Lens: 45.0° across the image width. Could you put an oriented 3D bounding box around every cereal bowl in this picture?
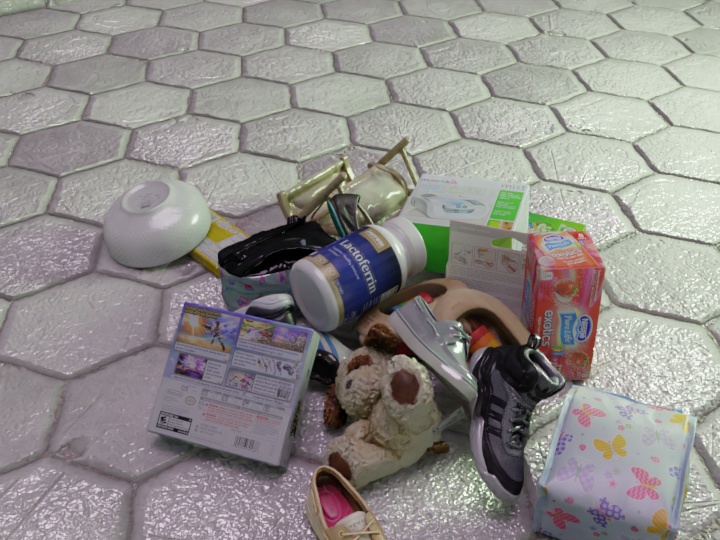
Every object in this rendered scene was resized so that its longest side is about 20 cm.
[{"bbox_3d":[-0.375,-0.102,1.576,0.196,0.084,0.202,-7,41,6],"label":"cereal bowl"}]

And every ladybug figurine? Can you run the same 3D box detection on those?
[{"bbox_3d":[0.083,0.077,1.341,0.197,0.073,0.135,-23,22,-20],"label":"ladybug figurine"},{"bbox_3d":[0.177,0.121,1.234,0.135,0.072,0.201,-31,74,-16],"label":"ladybug figurine"}]

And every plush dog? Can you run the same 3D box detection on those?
[{"bbox_3d":[0.030,0.172,1.159,0.159,0.201,0.172,15,28,-45],"label":"plush dog"}]

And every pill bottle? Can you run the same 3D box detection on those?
[{"bbox_3d":[0.000,0.000,1.330,0.198,0.117,0.115,-29,43,-28],"label":"pill bottle"}]

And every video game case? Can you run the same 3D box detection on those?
[{"bbox_3d":[-0.170,0.152,1.179,0.196,0.045,0.184,11,77,15],"label":"video game case"}]

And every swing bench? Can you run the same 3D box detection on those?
[{"bbox_3d":[-0.012,-0.138,1.607,0.198,0.131,0.198,-9,20,48],"label":"swing bench"}]

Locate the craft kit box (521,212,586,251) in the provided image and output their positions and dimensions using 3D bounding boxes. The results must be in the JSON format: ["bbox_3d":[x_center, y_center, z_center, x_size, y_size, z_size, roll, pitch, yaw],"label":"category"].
[{"bbox_3d":[0.285,-0.040,1.556,0.195,0.049,0.200,17,38,19],"label":"craft kit box"}]

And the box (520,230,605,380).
[{"bbox_3d":[0.291,0.053,1.275,0.093,0.203,0.103,-2,32,0],"label":"box"}]

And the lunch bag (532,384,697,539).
[{"bbox_3d":[0.317,0.242,1.070,0.167,0.128,0.201,13,47,19],"label":"lunch bag"}]

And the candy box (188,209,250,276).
[{"bbox_3d":[-0.276,-0.058,1.594,0.101,0.027,0.199,-30,44,-30],"label":"candy box"}]

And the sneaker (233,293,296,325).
[{"bbox_3d":[-0.165,0.122,1.264,0.075,0.198,0.115,5,59,-58],"label":"sneaker"}]

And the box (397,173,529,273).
[{"bbox_3d":[0.178,-0.075,1.483,0.196,0.098,0.177,8,35,18],"label":"box"}]

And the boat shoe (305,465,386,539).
[{"bbox_3d":[-0.011,0.309,1.018,0.073,0.070,0.200,-18,38,-25],"label":"boat shoe"}]

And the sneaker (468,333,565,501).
[{"bbox_3d":[0.197,0.177,1.084,0.075,0.113,0.203,22,52,-36],"label":"sneaker"}]

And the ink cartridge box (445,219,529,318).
[{"bbox_3d":[0.234,0.003,1.370,0.197,0.179,0.045,11,35,16],"label":"ink cartridge box"}]

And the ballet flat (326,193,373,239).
[{"bbox_3d":[0.002,-0.036,1.436,0.067,0.203,0.068,-15,-7,-9],"label":"ballet flat"}]

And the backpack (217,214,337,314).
[{"bbox_3d":[-0.132,0.003,1.418,0.197,0.129,0.166,-19,27,-24],"label":"backpack"}]

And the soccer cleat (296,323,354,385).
[{"bbox_3d":[-0.087,0.117,1.315,0.198,0.071,0.086,24,22,30],"label":"soccer cleat"}]

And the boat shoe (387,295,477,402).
[{"bbox_3d":[0.104,0.092,1.137,0.071,0.070,0.201,-44,36,0],"label":"boat shoe"}]
